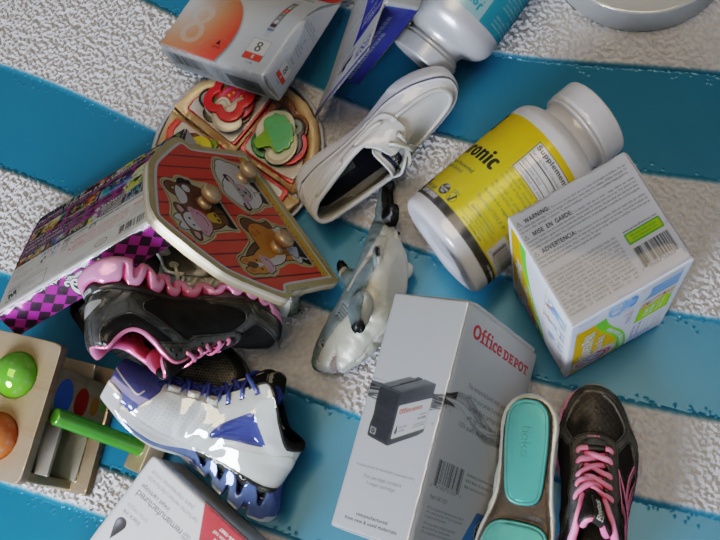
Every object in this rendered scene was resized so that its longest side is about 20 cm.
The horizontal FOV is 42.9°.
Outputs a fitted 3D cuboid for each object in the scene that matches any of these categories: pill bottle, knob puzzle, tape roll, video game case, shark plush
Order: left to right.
[{"bbox_3d":[-0.250,-0.043,0.898,0.197,0.036,0.183,-29,30,12],"label":"video game case"},{"bbox_3d":[-0.117,-0.054,0.839,0.030,0.218,0.221,-44,69,25],"label":"knob puzzle"},{"bbox_3d":[0.000,0.000,0.900,0.082,0.090,0.205,-5,75,40],"label":"shark plush"},{"bbox_3d":[0.120,-0.294,0.931,0.110,0.111,0.202,38,97,18],"label":"pill bottle"},{"bbox_3d":[0.150,-0.084,0.873,0.199,0.112,0.112,-39,71,-4],"label":"pill bottle"},{"bbox_3d":[0.297,-0.352,0.968,0.198,0.037,0.208,-3,74,9],"label":"tape roll"}]

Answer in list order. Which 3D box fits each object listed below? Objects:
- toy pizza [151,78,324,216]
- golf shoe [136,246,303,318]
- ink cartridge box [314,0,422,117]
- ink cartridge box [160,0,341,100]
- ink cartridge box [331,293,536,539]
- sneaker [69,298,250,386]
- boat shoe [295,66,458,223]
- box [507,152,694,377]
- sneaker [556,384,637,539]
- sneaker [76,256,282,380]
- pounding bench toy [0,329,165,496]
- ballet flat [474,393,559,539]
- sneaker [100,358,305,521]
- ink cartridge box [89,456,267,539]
[{"bbox_3d":[-0.135,-0.128,0.978,0.195,0.032,0.205,-3,73,9],"label":"toy pizza"},{"bbox_3d":[-0.149,0.006,0.902,0.197,0.079,0.088,24,39,21],"label":"golf shoe"},{"bbox_3d":[0.023,-0.265,0.908,0.046,0.197,0.205,18,77,-14],"label":"ink cartridge box"},{"bbox_3d":[-0.102,-0.292,0.988,0.160,0.050,0.203,22,77,32],"label":"ink cartridge box"},{"bbox_3d":[0.069,0.141,0.793,0.082,0.144,0.204,6,72,37],"label":"ink cartridge box"},{"bbox_3d":[-0.202,0.068,0.889,0.197,0.114,0.077,31,81,14],"label":"sneaker"},{"bbox_3d":[0.025,-0.119,0.917,0.199,0.073,0.066,-42,41,9],"label":"boat shoe"},{"bbox_3d":[0.199,0.005,0.790,0.111,0.200,0.103,-29,70,2],"label":"box"},{"bbox_3d":[0.200,0.195,0.781,0.077,0.096,0.205,2,72,12],"label":"sneaker"},{"bbox_3d":[-0.159,0.057,0.822,0.196,0.079,0.097,13,53,-30],"label":"sneaker"},{"bbox_3d":[-0.292,0.138,0.859,0.195,0.156,0.127,10,75,12],"label":"pounding bench toy"},{"bbox_3d":[0.137,0.208,0.779,0.068,0.069,0.205,9,81,12],"label":"ballet flat"},{"bbox_3d":[-0.128,0.126,0.847,0.198,0.081,0.116,36,95,-5],"label":"sneaker"},{"bbox_3d":[-0.187,0.297,0.830,0.143,0.084,0.201,35,82,17],"label":"ink cartridge box"}]
